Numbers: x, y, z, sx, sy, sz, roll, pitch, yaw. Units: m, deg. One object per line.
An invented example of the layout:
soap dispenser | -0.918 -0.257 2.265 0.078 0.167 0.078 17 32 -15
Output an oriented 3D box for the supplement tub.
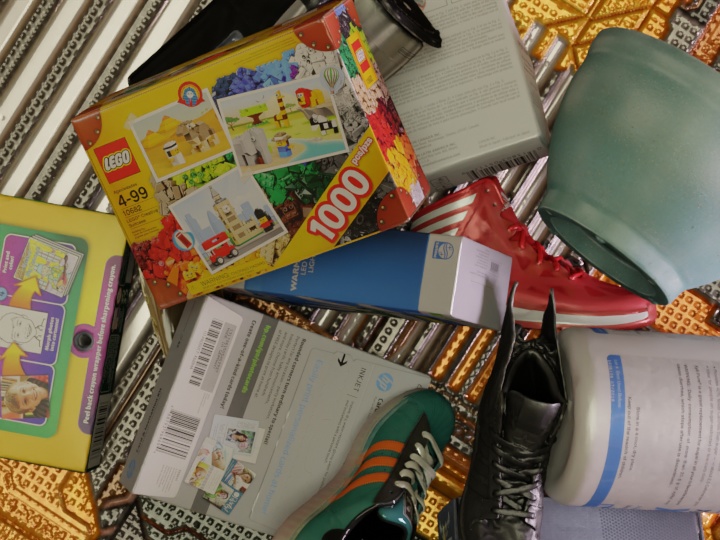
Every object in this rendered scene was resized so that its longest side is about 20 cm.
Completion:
supplement tub | 0.237 0.112 1.258 0.199 0.132 0.133 5 89 -10

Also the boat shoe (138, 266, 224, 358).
boat shoe | -0.142 -0.003 1.321 0.074 0.066 0.201 -6 84 -17

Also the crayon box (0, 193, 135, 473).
crayon box | -0.275 0.043 1.333 0.172 0.058 0.201 10 89 3

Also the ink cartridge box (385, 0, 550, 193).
ink cartridge box | 0.047 -0.161 1.325 0.162 0.057 0.201 -17 68 14

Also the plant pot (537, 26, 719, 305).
plant pot | 0.213 -0.061 1.239 0.200 0.200 0.134 38 85 2

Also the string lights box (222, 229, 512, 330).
string lights box | 0.000 0.000 1.264 0.199 0.103 0.059 6 84 27

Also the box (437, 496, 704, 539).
box | 0.161 0.248 1.256 0.199 0.051 0.159 4 65 -15

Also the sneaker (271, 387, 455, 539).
sneaker | 0.021 0.168 1.250 0.200 0.080 0.072 -48 129 -30

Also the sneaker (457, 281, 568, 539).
sneaker | 0.110 0.119 1.214 0.060 0.104 0.201 9 59 -5

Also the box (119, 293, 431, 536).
box | -0.062 0.119 1.290 0.199 0.041 0.157 21 90 -24

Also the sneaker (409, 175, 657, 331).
sneaker | 0.130 -0.014 1.310 0.199 0.078 0.116 4 90 1

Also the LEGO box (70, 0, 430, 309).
LEGO box | -0.073 -0.080 1.179 0.199 0.077 0.150 -20 103 21

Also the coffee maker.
coffee maker | -0.067 -0.173 1.287 0.200 0.135 0.192 -41 46 13
